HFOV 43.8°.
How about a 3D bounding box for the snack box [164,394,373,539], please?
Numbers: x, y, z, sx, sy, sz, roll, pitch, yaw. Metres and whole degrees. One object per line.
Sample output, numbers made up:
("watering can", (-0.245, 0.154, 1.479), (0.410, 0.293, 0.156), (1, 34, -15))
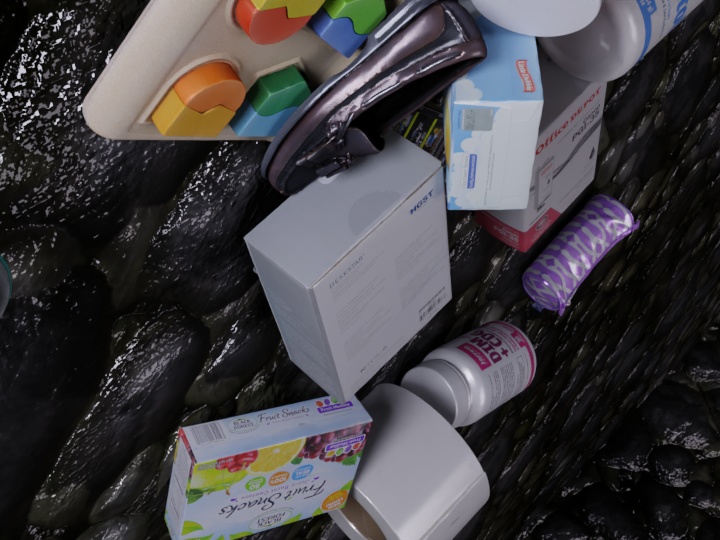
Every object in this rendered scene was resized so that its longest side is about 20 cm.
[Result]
("snack box", (-0.096, 0.209, 0.933), (0.199, 0.053, 0.143), (-8, 132, -30))

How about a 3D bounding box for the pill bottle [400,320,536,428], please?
("pill bottle", (0.151, 0.150, 1.254), (0.199, 0.113, 0.114), (-21, 139, -47))

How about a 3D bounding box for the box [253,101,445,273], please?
("box", (0.004, -0.071, 0.831), (0.160, 0.044, 0.201), (3, 120, -58))

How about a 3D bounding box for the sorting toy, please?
("sorting toy", (-0.057, -0.145, 0.590), (0.185, 0.037, 0.199), (-44, 159, 29))

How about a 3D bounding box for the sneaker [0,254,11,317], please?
("sneaker", (-0.245, -0.003, 0.425), (0.084, 0.121, 0.200), (-55, 153, 5))

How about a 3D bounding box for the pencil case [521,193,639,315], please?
("pencil case", (0.333, -0.026, 1.368), (0.200, 0.085, 0.084), (-48, 152, -13))

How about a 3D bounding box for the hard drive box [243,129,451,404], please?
("hard drive box", (0.000, 0.000, 0.774), (0.156, 0.077, 0.201), (-43, 151, -20))

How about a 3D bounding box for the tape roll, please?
("tape roll", (0.042, 0.261, 1.114), (0.139, 0.202, 0.203), (-40, 151, -25))

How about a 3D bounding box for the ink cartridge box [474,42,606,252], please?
("ink cartridge box", (0.200, -0.139, 1.022), (0.146, 0.083, 0.200), (-44, 152, -17))

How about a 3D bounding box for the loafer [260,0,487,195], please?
("loafer", (0.006, -0.115, 0.647), (0.200, 0.063, 0.072), (-43, 167, 25))

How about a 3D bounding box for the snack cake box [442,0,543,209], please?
("snack cake box", (0.101, -0.161, 0.729), (0.115, 0.067, 0.201), (85, 6, -51))

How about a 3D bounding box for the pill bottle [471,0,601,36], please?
("pill bottle", (0.144, -0.282, 0.648), (0.116, 0.115, 0.202), (46, 56, -63))

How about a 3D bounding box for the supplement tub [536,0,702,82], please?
("supplement tub", (0.278, -0.297, 0.907), (0.200, 0.132, 0.132), (-42, 152, -20))
